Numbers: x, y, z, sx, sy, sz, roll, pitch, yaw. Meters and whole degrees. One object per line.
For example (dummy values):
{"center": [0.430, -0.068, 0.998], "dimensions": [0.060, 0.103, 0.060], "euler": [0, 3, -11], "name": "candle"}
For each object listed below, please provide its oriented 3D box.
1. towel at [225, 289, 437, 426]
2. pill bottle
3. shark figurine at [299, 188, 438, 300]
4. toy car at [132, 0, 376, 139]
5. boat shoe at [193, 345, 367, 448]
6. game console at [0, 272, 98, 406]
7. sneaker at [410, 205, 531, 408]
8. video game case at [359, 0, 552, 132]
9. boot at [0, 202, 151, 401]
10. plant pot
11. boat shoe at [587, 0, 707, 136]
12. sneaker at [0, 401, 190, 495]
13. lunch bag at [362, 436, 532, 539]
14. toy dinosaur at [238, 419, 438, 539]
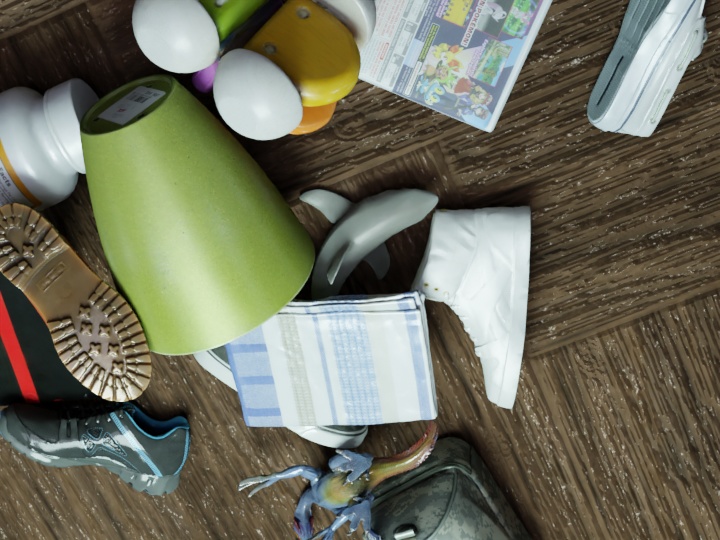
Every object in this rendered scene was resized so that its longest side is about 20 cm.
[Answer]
{"center": [-0.028, 0.086, 1.257], "dimensions": [0.197, 0.024, 0.148], "euler": [-4, 122, 11], "name": "towel"}
{"center": [-0.330, -0.100, 1.220], "dimensions": [0.198, 0.111, 0.112], "euler": [-22, 112, 12], "name": "pill bottle"}
{"center": [-0.018, 0.012, 1.273], "dimensions": [0.127, 0.090, 0.217], "euler": [17, 114, -2], "name": "shark figurine"}
{"center": [-0.096, -0.199, 1.150], "dimensions": [0.199, 0.175, 0.150], "euler": [39, 152, 2], "name": "toy car"}
{"center": [-0.071, 0.107, 1.326], "dimensions": [0.199, 0.071, 0.064], "euler": [32, 116, -10], "name": "boat shoe"}
{"center": [-0.350, 0.059, 1.312], "dimensions": [0.174, 0.031, 0.202], "euler": [-6, 133, 0], "name": "game console"}
{"center": [0.105, 0.034, 1.291], "dimensions": [0.114, 0.074, 0.203], "euler": [2, 105, 3], "name": "sneaker"}
{"center": [0.076, -0.247, 1.186], "dimensions": [0.180, 0.023, 0.202], "euler": [21, 113, -7], "name": "video game case"}
{"center": [-0.254, 0.028, 1.189], "dimensions": [0.075, 0.107, 0.201], "euler": [-36, 92, -7], "name": "boot"}
{"center": [-0.162, -0.064, 1.173], "dimensions": [0.185, 0.188, 0.201], "euler": [-19, 121, 11], "name": "plant pot"}
{"center": [0.272, -0.211, 1.177], "dimensions": [0.066, 0.074, 0.201], "euler": [13, 125, -20], "name": "boat shoe"}
{"center": [-0.271, 0.162, 1.366], "dimensions": [0.198, 0.073, 0.083], "euler": [17, 111, -17], "name": "sneaker"}
{"center": [0.091, 0.296, 1.353], "dimensions": [0.138, 0.168, 0.201], "euler": [-27, 111, 14], "name": "lunch bag"}
{"center": [-0.016, 0.234, 1.348], "dimensions": [0.198, 0.182, 0.106], "euler": [-17, 83, -10], "name": "toy dinosaur"}
